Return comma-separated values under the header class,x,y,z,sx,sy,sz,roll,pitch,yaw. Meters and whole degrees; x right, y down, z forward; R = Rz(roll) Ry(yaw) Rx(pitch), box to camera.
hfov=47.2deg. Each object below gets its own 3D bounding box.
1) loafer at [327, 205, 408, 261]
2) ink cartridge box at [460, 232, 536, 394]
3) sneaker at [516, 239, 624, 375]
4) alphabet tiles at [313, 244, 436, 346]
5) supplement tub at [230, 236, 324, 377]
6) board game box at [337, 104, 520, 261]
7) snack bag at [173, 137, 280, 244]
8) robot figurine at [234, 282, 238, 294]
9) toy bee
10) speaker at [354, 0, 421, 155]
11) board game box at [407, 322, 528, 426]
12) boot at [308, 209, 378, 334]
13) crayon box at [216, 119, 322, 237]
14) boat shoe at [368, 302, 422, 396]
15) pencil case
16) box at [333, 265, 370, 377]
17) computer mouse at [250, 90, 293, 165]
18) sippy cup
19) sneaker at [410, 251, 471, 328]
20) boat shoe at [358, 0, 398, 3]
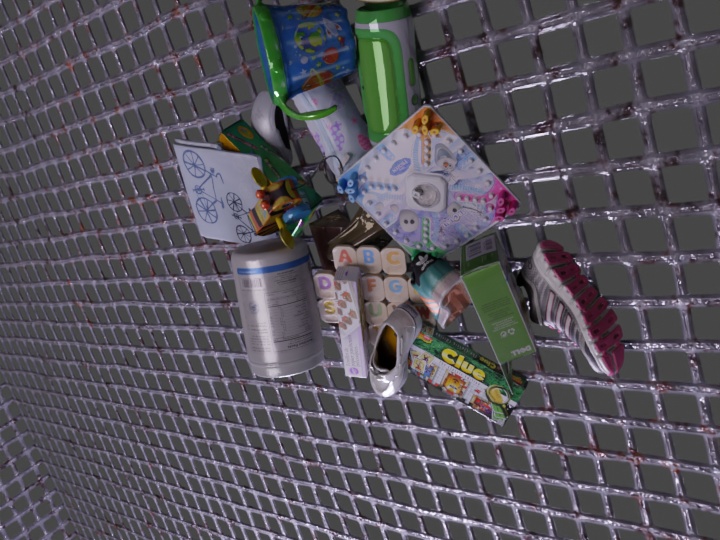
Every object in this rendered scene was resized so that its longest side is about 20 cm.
class,x,y,z,sx,sy,sz,roll,pitch,yaw
loafer,0.022,-0.075,1.303,0.198,0.075,0.069,-31,66,31
ink cartridge box,0.205,0.060,1.168,0.058,0.104,0.202,-20,110,16
sneaker,0.284,0.060,1.135,0.202,0.073,0.087,57,139,8
alphabet tiles,0.023,0.047,1.320,0.196,0.015,0.199,3,124,16
supplement tub,-0.134,0.057,1.343,0.130,0.131,0.204,4,109,42
board game box,0.093,-0.107,1.174,0.200,0.026,0.199,43,130,-16
snack bag,-0.223,-0.130,1.404,0.197,0.021,0.192,11,128,31
robot figurine,-0.153,0.052,1.480,0.124,0.149,0.203,11,127,59
toy bee,-0.129,-0.112,1.258,0.131,0.108,0.202,48,132,24
speaker,0.042,-0.268,1.160,0.087,0.088,0.204,13,123,38
board game box,0.162,0.165,1.320,0.198,0.024,0.106,28,132,11
boot,0.000,0.000,1.390,0.183,0.064,0.204,2,108,32
crayon box,-0.168,-0.143,1.406,0.200,0.058,0.119,44,139,5
boat shoe,0.042,0.141,1.319,0.071,0.069,0.202,39,138,20
pencil case,-0.043,-0.227,1.264,0.083,0.090,0.202,-24,96,53
box,-0.012,0.085,1.324,0.038,0.042,0.203,3,126,12
computer mouse,-0.154,-0.206,1.421,0.108,0.044,0.204,11,121,41
sippy cup,-0.076,-0.315,1.159,0.140,0.128,0.181,-117,14,-56
sneaker,0.120,0.024,1.228,0.080,0.071,0.200,47,174,20
boat shoe,-0.013,-0.421,1.130,0.199,0.071,0.067,31,138,33
